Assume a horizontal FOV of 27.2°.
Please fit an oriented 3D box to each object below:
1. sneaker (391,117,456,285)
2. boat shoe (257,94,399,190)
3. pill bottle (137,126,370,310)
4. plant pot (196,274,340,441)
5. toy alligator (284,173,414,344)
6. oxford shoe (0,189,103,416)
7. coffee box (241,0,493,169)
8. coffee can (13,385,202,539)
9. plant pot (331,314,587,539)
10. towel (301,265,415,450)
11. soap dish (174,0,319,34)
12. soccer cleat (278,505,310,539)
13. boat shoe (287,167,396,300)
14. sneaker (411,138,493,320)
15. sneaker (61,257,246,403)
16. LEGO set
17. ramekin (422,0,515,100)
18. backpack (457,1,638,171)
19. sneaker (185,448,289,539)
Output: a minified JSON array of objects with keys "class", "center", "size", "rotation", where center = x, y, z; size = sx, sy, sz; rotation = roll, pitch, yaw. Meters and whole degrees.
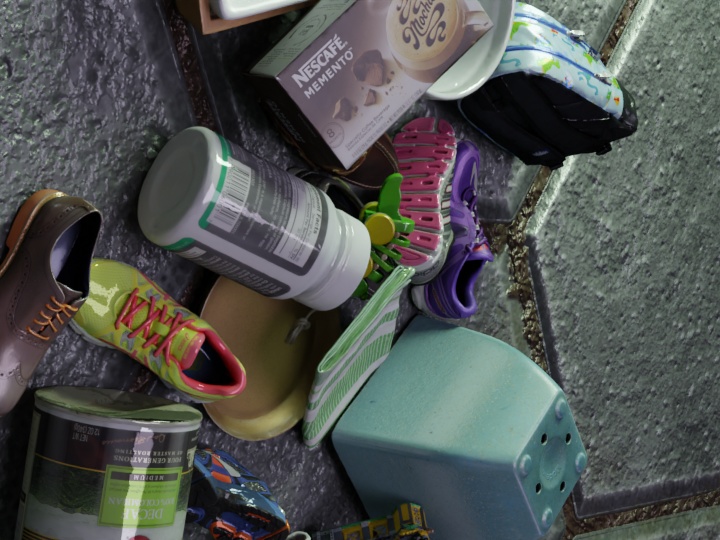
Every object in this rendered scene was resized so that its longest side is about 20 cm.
[{"class":"sneaker","center":[0.064,-0.068,1.565],"size":[0.088,0.073,0.201],"rotation":[80,13,-56]},{"class":"boat shoe","center":[-0.029,-0.127,1.455],"size":[0.070,0.071,0.200],"rotation":[-40,135,19]},{"class":"pill bottle","center":[-0.093,-0.041,1.358],"size":[0.200,0.113,0.114],"rotation":[28,78,-36]},{"class":"plant pot","center":[-0.097,0.067,1.469],"size":[0.199,0.027,0.201],"rotation":[-13,108,-45]},{"class":"toy alligator","center":[0.000,0.000,1.449],"size":[0.054,0.059,0.201],"rotation":[31,99,-12]},{"class":"oxford shoe","center":[-0.271,0.030,1.232],"size":[0.071,0.073,0.201],"rotation":[24,82,-48]},{"class":"coffee box","center":[0.007,-0.201,1.351],"size":[0.200,0.080,0.113],"rotation":[-44,116,-12]},{"class":"coffee can","center":[-0.222,0.211,1.276],"size":[0.146,0.146,0.201],"rotation":[5,94,-48]},{"class":"plant pot","center":[0.125,0.192,1.601],"size":[0.197,0.199,0.196],"rotation":[-51,133,-34]},{"class":"towel","center":[-0.006,0.090,1.496],"size":[0.153,0.023,0.200],"rotation":[-50,169,-27]},{"class":"soap dish","center":[-0.090,-0.312,1.346],"size":[0.200,0.081,0.158],"rotation":[-25,117,-42]},{"class":"soccer cleat","center":[-0.071,0.321,1.516],"size":[0.086,0.070,0.201],"rotation":[-36,124,-15]},{"class":"boat shoe","center":[-0.011,-0.028,1.516],"size":[0.201,0.060,0.072],"rotation":[48,64,-43]},{"class":"sneaker","center":[0.115,-0.044,1.635],"size":[0.080,0.083,0.201],"rotation":[-5,102,-48]},{"class":"sneaker","center":[-0.176,0.052,1.316],"size":[0.200,0.090,0.078],"rotation":[36,75,-30]},{"class":"LEGO set","center":[0.027,0.352,1.562],"size":[0.153,0.116,0.201],"rotation":[-8,130,-2]},{"class":"ramekin","center":[0.057,-0.275,1.500],"size":[0.200,0.105,0.201],"rotation":[-13,108,-45]},{"class":"backpack","center":[0.186,-0.202,1.632],"size":[0.199,0.163,0.155],"rotation":[5,74,-49]},{"class":"sneaker","center":[-0.155,0.200,1.411],"size":[0.075,0.079,0.200],"rotation":[-41,123,14]}]
